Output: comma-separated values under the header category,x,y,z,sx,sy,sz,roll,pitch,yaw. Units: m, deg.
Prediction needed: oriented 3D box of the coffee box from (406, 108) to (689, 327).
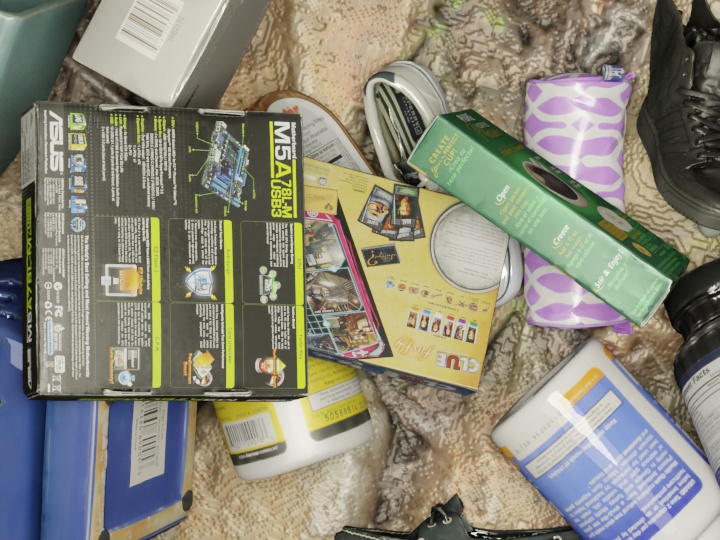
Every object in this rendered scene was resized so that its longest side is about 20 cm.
category,x,y,z,sx,sy,sz,roll,pitch,yaw
coffee box,0.134,-0.040,1.600,0.200,0.123,0.044,35,104,7

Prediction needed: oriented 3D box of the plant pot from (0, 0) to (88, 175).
category,x,y,z,sx,sy,sz,roll,pitch,yaw
plant pot,-0.339,-0.135,1.695,0.195,0.196,0.201,19,105,4

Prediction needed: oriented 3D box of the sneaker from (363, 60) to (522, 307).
category,x,y,z,sx,sy,sz,roll,pitch,yaw
sneaker,0.053,-0.060,1.704,0.073,0.071,0.201,-30,85,30

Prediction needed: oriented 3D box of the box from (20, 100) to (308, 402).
category,x,y,z,sx,sy,sz,roll,pitch,yaw
box,-0.132,-0.011,1.550,0.192,0.047,0.201,1,82,-23

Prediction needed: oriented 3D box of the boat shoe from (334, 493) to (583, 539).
category,x,y,z,sx,sy,sz,roll,pitch,yaw
boat shoe,0.078,0.203,1.722,0.198,0.075,0.066,10,92,5

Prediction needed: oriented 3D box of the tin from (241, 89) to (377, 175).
category,x,y,z,sx,sy,sz,roll,pitch,yaw
tin,-0.021,-0.045,1.699,0.042,0.112,0.200,-35,90,33

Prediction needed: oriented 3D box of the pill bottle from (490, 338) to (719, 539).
category,x,y,z,sx,sy,sz,roll,pitch,yaw
pill bottle,0.200,0.157,1.688,0.112,0.112,0.200,-42,88,7

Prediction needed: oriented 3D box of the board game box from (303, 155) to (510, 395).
category,x,y,z,sx,sy,sz,roll,pitch,yaw
board game box,0.000,0.000,1.631,0.199,0.035,0.136,15,79,-10

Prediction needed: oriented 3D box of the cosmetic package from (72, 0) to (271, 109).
category,x,y,z,sx,sy,sz,roll,pitch,yaw
cosmetic package,-0.133,-0.179,1.661,0.090,0.200,0.107,29,98,5

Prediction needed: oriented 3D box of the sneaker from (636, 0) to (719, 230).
category,x,y,z,sx,sy,sz,roll,pitch,yaw
sneaker,0.245,-0.120,1.646,0.060,0.200,0.105,10,121,-18

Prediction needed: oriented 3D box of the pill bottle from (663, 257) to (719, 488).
category,x,y,z,sx,sy,sz,roll,pitch,yaw
pill bottle,0.293,0.093,1.650,0.111,0.112,0.201,-22,66,7

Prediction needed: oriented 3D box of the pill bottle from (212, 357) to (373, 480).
category,x,y,z,sx,sy,sz,roll,pitch,yaw
pill bottle,-0.070,0.047,1.710,0.111,0.111,0.201,-17,92,7

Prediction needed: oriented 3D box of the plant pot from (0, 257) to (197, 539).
category,x,y,z,sx,sy,sz,roll,pitch,yaw
plant pot,-0.227,0.110,1.656,0.179,0.200,0.201,10,102,26

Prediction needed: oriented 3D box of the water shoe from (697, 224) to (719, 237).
category,x,y,z,sx,sy,sz,roll,pitch,yaw
water shoe,0.325,-0.098,1.681,0.079,0.072,0.200,33,98,-2

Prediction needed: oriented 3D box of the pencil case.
category,x,y,z,sx,sy,sz,roll,pitch,yaw
pencil case,0.164,-0.052,1.699,0.085,0.084,0.201,-1,95,-37
